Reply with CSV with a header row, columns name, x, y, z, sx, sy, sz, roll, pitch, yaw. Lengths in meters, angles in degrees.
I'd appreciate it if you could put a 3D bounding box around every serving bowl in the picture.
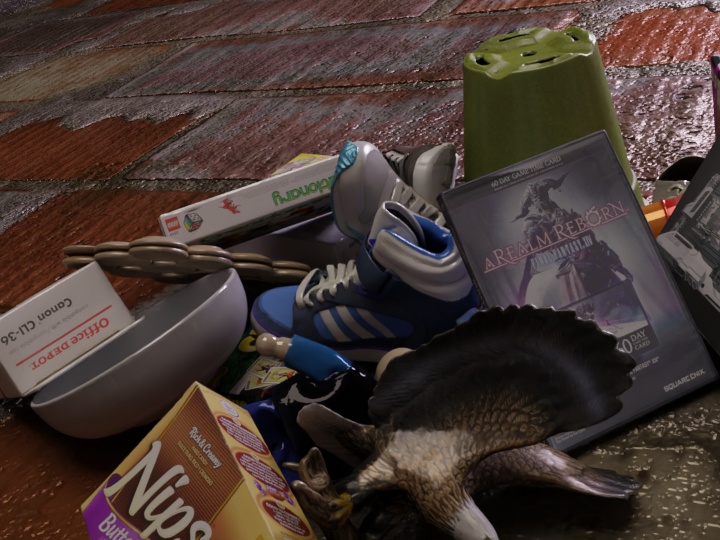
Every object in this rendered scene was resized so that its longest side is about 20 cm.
name,x,y,z,sx,sy,sz,roll,pitch,yaw
serving bowl,-0.172,0.079,0.812,0.199,0.066,0.200,-32,11,7

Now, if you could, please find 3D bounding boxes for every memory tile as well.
name,x,y,z,sx,sy,sz,roll,pitch,yaw
memory tile,-0.157,-0.005,0.891,0.152,0.017,0.199,-7,-12,41

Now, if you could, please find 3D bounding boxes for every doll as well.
name,x,y,z,sx,sy,sz,roll,pitch,yaw
doll,-0.043,0.108,0.677,0.199,0.137,0.048,-25,2,-1

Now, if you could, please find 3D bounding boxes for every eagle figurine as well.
name,x,y,z,sx,sy,sz,roll,pitch,yaw
eagle figurine,0.063,0.115,0.591,0.199,0.152,0.152,-30,-1,-9

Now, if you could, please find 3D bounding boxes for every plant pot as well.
name,x,y,z,sx,sy,sz,roll,pitch,yaw
plant pot,0.172,-0.121,0.917,0.198,0.191,0.201,-10,29,6

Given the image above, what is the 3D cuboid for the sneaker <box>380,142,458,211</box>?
name,x,y,z,sx,sy,sz,roll,pitch,yaw
sneaker,0.050,-0.088,0.944,0.081,0.078,0.200,10,4,7

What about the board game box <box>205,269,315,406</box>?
name,x,y,z,sx,sy,sz,roll,pitch,yaw
board game box,-0.054,0.060,0.872,0.104,0.024,0.200,0,31,29

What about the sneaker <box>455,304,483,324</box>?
name,x,y,z,sx,sy,sz,roll,pitch,yaw
sneaker,0.091,0.064,0.732,0.199,0.083,0.074,-24,31,-14

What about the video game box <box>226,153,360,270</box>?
name,x,y,z,sx,sy,sz,roll,pitch,yaw
video game box,-0.045,-0.068,1.075,0.199,0.047,0.182,11,39,38

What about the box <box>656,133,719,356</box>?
name,x,y,z,sx,sy,sz,roll,pitch,yaw
box,0.300,-0.038,0.677,0.049,0.201,0.158,10,32,-24

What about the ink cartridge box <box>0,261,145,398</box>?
name,x,y,z,sx,sy,sz,roll,pitch,yaw
ink cartridge box,-0.277,0.054,0.854,0.116,0.068,0.199,-37,12,-30

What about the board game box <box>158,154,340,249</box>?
name,x,y,z,sx,sy,sz,roll,pitch,yaw
board game box,-0.094,-0.059,0.936,0.198,0.035,0.126,-20,-4,-10

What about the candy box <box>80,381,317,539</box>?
name,x,y,z,sx,sy,sz,roll,pitch,yaw
candy box,-0.087,0.172,0.562,0.117,0.056,0.200,-47,41,6

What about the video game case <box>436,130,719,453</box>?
name,x,y,z,sx,sy,sz,roll,pitch,yaw
video game case,0.157,0.013,0.698,0.142,0.202,0.019,-21,-6,-14

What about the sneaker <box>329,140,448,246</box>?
name,x,y,z,sx,sy,sz,roll,pitch,yaw
sneaker,0.036,-0.042,0.834,0.080,0.200,0.077,4,61,28

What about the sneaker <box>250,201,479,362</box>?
name,x,y,z,sx,sy,sz,roll,pitch,yaw
sneaker,0.000,0.000,0.787,0.198,0.148,0.081,10,36,16

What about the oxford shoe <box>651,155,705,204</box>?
name,x,y,z,sx,sy,sz,roll,pitch,yaw
oxford shoe,0.288,-0.043,0.862,0.074,0.058,0.200,3,34,21

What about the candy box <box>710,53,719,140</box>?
name,x,y,z,sx,sy,sz,roll,pitch,yaw
candy box,0.353,-0.098,0.847,0.060,0.137,0.200,-7,28,14

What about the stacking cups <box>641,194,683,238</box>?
name,x,y,z,sx,sy,sz,roll,pitch,yaw
stacking cups,0.205,-0.018,0.820,0.198,0.061,0.061,-16,26,16
